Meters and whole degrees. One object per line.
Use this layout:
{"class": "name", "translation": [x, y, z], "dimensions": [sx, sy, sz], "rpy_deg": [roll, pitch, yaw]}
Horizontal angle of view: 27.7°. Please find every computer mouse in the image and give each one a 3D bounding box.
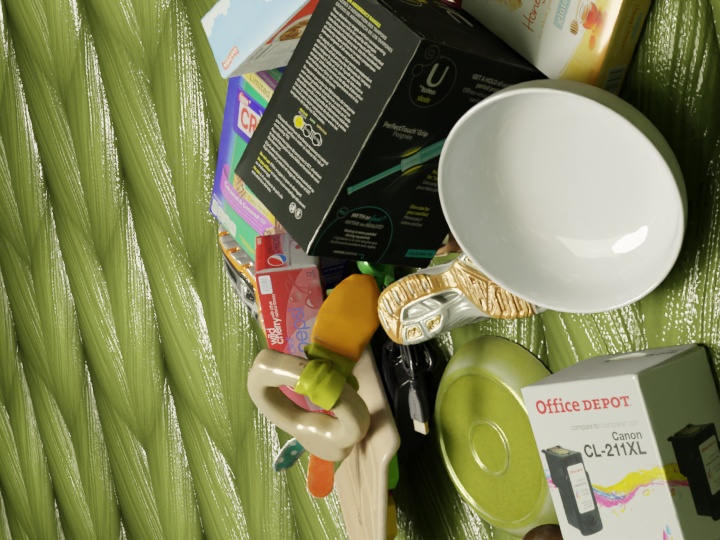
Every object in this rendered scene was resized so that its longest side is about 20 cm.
{"class": "computer mouse", "translation": [0.054, 0.121, 1.398], "dimensions": [0.140, 0.046, 0.200], "rpy_deg": [-112, 18, -55]}

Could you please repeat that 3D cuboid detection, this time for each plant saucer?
{"class": "plant saucer", "translation": [0.129, 0.161, 1.359], "dimensions": [0.200, 0.031, 0.200], "rpy_deg": [28, 126, 46]}

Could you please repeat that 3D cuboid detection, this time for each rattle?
{"class": "rattle", "translation": [-0.033, 0.115, 1.437], "dimensions": [0.200, 0.130, 0.143], "rpy_deg": [72, -157, -51]}

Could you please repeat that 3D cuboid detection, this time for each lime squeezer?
{"class": "lime squeezer", "translation": [0.000, 0.000, 1.433], "dimensions": [0.071, 0.038, 0.200], "rpy_deg": [10, 142, 15]}

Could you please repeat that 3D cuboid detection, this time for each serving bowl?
{"class": "serving bowl", "translation": [0.164, -0.066, 1.146], "dimensions": [0.200, 0.066, 0.200], "rpy_deg": [15, 128, 20]}

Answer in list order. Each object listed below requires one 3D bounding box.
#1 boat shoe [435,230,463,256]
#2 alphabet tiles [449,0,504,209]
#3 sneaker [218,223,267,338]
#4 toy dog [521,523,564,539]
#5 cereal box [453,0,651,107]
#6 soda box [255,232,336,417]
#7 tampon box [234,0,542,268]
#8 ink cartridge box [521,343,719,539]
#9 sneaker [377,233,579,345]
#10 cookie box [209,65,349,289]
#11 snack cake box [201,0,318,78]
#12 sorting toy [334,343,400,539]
{"class": "boat shoe", "translation": [0.046, -0.052, 1.347], "dimensions": [0.200, 0.074, 0.076], "rpy_deg": [6, 109, 54]}
{"class": "alphabet tiles", "translation": [0.069, -0.131, 1.269], "dimensions": [0.200, 0.015, 0.196], "rpy_deg": [46, 116, 39]}
{"class": "sneaker", "translation": [-0.091, 0.031, 1.589], "dimensions": [0.200, 0.078, 0.077], "rpy_deg": [61, 158, 23]}
{"class": "toy dog", "translation": [0.150, 0.314, 1.302], "dimensions": [0.140, 0.194, 0.200], "rpy_deg": [46, 129, 1]}
{"class": "cereal box", "translation": [0.145, -0.242, 1.155], "dimensions": [0.200, 0.040, 0.144], "rpy_deg": [45, 138, 35]}
{"class": "soda box", "translation": [-0.061, 0.060, 1.460], "dimensions": [0.070, 0.063, 0.200], "rpy_deg": [-96, -1, -56]}
{"class": "tampon box", "translation": [0.020, -0.122, 1.200], "dimensions": [0.126, 0.150, 0.200], "rpy_deg": [47, 117, 38]}
{"class": "ink cartridge box", "translation": [0.226, 0.171, 1.177], "dimensions": [0.146, 0.083, 0.200], "rpy_deg": [-15, 91, 57]}
{"class": "sneaker", "translation": [0.112, 0.007, 1.283], "dimensions": [0.200, 0.088, 0.076], "rpy_deg": [-15, 94, 33]}
{"class": "cookie box", "translation": [-0.073, -0.102, 1.493], "dimensions": [0.171, 0.075, 0.200], "rpy_deg": [46, 137, 37]}
{"class": "snack cake box", "translation": [-0.053, -0.256, 1.364], "dimensions": [0.200, 0.115, 0.067], "rpy_deg": [-31, 78, 55]}
{"class": "sorting toy", "translation": [0.011, 0.193, 1.479], "dimensions": [0.185, 0.036, 0.200], "rpy_deg": [-108, 20, -53]}
